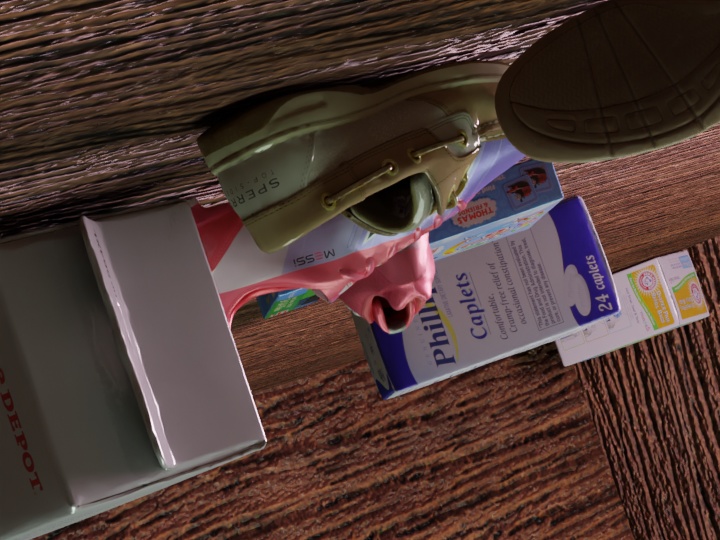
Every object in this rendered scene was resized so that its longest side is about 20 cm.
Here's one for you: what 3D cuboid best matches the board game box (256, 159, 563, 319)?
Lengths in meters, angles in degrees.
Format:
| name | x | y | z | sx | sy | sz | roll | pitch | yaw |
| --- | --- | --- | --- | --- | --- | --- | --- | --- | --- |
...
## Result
| name | x | y | z | sx | sy | sz | roll | pitch | yaw |
| --- | --- | --- | --- | --- | --- | --- | --- | --- | --- |
| board game box | 0.028 | -0.021 | 1.861 | 0.199 | 0.037 | 0.151 | -20 | 175 | -7 |

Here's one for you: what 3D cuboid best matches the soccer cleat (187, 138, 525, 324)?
| name | x | y | z | sx | sy | sz | roll | pitch | yaw |
| --- | --- | --- | --- | --- | --- | --- | --- | --- | --- |
| soccer cleat | 0.002 | -0.027 | 1.397 | 0.199 | 0.077 | 0.067 | -19 | 176 | 4 |

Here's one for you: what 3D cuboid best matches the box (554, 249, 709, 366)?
| name | x | y | z | sx | sy | sz | roll | pitch | yaw |
| --- | --- | --- | --- | --- | --- | --- | --- | --- | --- |
| box | 0.379 | 0.054 | 3.958 | 0.199 | 0.102 | 0.112 | -22 | 175 | 32 |

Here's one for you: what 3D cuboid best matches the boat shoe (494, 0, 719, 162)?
| name | x | y | z | sx | sy | sz | roll | pitch | yaw |
| --- | --- | --- | --- | --- | --- | --- | --- | --- | --- |
| boat shoe | 0.157 | -0.098 | 1.242 | 0.199 | 0.072 | 0.065 | -26 | 171 | 3 |

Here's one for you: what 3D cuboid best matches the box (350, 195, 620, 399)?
| name | x | y | z | sx | sy | sz | roll | pitch | yaw |
| --- | --- | --- | --- | --- | --- | --- | --- | --- | --- |
| box | 0.097 | 0.025 | 2.298 | 0.199 | 0.105 | 0.184 | -20 | 176 | -4 |

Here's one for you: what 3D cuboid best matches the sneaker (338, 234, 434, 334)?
| name | x | y | z | sx | sy | sz | roll | pitch | yaw |
| --- | --- | --- | --- | --- | --- | --- | --- | --- | --- |
| sneaker | 0.000 | 0.000 | 1.663 | 0.073 | 0.087 | 0.200 | -17 | 176 | -11 |

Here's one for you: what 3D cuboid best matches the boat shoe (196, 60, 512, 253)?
| name | x | y | z | sx | sy | sz | roll | pitch | yaw |
| --- | --- | --- | --- | --- | --- | --- | --- | --- | --- |
| boat shoe | 0.009 | -0.048 | 1.228 | 0.199 | 0.067 | 0.074 | -15 | 174 | -46 |

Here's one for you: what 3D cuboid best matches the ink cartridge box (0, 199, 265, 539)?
| name | x | y | z | sx | sy | sz | roll | pitch | yaw |
| --- | --- | --- | --- | --- | --- | --- | --- | --- | --- |
| ink cartridge box | -0.150 | 0.056 | 1.315 | 0.125 | 0.129 | 0.200 | -16 | 175 | -44 |
